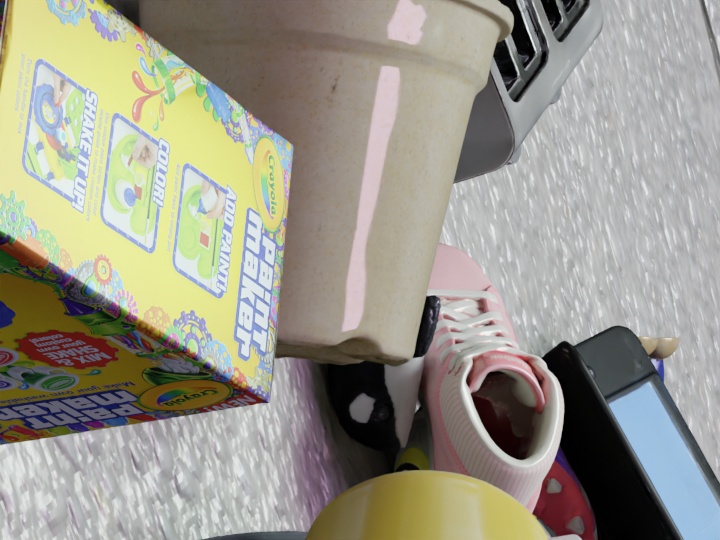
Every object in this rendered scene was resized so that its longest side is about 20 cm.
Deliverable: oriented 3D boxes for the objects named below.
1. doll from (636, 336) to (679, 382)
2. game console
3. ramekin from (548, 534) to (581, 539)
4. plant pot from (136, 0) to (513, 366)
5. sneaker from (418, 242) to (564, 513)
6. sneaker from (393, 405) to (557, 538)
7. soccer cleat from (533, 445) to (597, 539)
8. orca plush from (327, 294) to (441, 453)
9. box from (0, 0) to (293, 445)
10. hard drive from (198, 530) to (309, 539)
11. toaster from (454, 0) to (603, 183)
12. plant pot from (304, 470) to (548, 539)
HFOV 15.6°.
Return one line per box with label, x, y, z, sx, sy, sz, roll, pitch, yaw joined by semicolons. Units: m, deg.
doll;0.187;0.145;1.766;0.136;0.048;0.200;5;82;-61
game console;0.191;0.126;1.630;0.176;0.116;0.200;-23;82;-45
ramekin;0.090;0.252;1.442;0.200;0.105;0.201;169;-90;-86
plant pot;-0.031;-0.049;1.338;0.200;0.200;0.184;16;79;-57
sneaker;0.069;0.051;1.480;0.105;0.075;0.201;113;-26;-53
sneaker;0.074;0.174;1.552;0.200;0.075;0.076;57;43;-17
soccer cleat;0.098;0.110;1.615;0.200;0.067;0.077;63;23;-26
orca plush;0.000;0.000;1.462;0.105;0.071;0.200;-123;-140;-63
box;-0.164;-0.020;1.062;0.193;0.200;0.122;35;52;-50
hard drive;-0.041;0.204;1.361;0.200;0.042;0.135;10;72;-58
toaster;0.046;-0.166;1.553;0.200;0.118;0.181;67;31;-20
plant pot;0.031;0.206;1.267;0.201;0.200;0.189;59;21;-32
